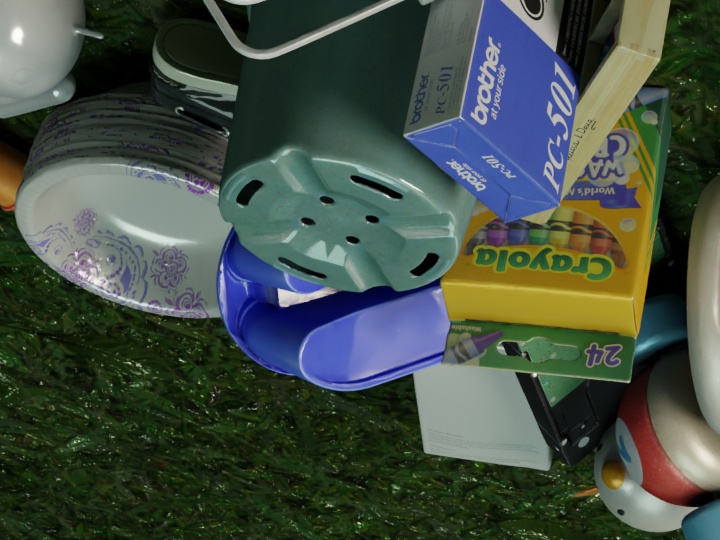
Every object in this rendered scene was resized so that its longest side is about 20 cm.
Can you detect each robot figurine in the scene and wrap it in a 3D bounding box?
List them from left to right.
[{"bbox_3d":[-0.263,-0.161,1.398,0.200,0.113,0.170,-9,144,34],"label":"robot figurine"}]

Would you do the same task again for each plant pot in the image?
[{"bbox_3d":[0.005,-0.105,1.302,0.200,0.196,0.200,11,150,6],"label":"plant pot"}]

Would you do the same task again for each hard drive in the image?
[{"bbox_3d":[0.177,0.048,1.563,0.038,0.140,0.200,45,170,35],"label":"hard drive"}]

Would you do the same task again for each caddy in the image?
[{"bbox_3d":[0.000,0.000,1.460,0.105,0.200,0.142,26,129,59],"label":"caddy"}]

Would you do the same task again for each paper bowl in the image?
[{"bbox_3d":[-0.141,-0.059,1.529,0.200,0.105,0.201,11,150,6],"label":"paper bowl"}]

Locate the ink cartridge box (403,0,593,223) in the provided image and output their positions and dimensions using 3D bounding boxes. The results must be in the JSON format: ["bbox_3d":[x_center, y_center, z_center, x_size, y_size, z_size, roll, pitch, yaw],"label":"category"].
[{"bbox_3d":[0.085,-0.137,1.210,0.044,0.200,0.094,-16,139,39],"label":"ink cartridge box"}]

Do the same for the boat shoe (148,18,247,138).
[{"bbox_3d":[-0.051,-0.105,1.433,0.199,0.075,0.066,16,141,-12],"label":"boat shoe"}]

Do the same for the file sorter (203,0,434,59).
[{"bbox_3d":[-0.046,-0.230,1.125,0.124,0.139,0.200,-25,149,-9],"label":"file sorter"}]

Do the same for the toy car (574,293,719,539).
[{"bbox_3d":[0.224,0.139,1.566,0.177,0.185,0.200,-3,156,-42],"label":"toy car"}]

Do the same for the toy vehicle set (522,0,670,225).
[{"bbox_3d":[0.141,-0.128,1.279,0.026,0.124,0.200,17,150,-7],"label":"toy vehicle set"}]

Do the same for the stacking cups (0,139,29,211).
[{"bbox_3d":[-0.301,-0.092,1.585,0.200,0.061,0.060,31,146,-30],"label":"stacking cups"}]

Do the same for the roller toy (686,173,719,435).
[{"bbox_3d":[0.300,0.024,1.408,0.140,0.200,0.183,-1,126,22],"label":"roller toy"}]

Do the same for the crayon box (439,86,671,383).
[{"bbox_3d":[0.127,-0.031,1.373,0.125,0.200,0.052,5,149,14],"label":"crayon box"}]

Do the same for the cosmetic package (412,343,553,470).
[{"bbox_3d":[0.103,0.076,1.685,0.113,0.081,0.200,8,148,9],"label":"cosmetic package"}]
